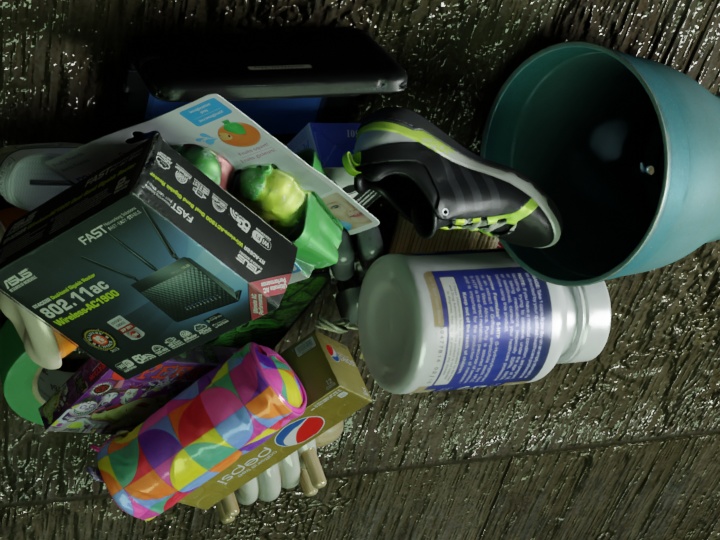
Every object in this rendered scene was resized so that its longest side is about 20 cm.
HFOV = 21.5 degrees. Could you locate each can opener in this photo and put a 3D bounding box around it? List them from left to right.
[{"bbox_3d":[0.000,0.000,1.695,0.052,0.067,0.200,-16,168,-3],"label":"can opener"}]

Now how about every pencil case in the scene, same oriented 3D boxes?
[{"bbox_3d":[-0.146,0.141,1.679,0.200,0.089,0.088,-33,142,13],"label":"pencil case"}]

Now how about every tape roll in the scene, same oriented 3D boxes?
[{"bbox_3d":[-0.230,0.075,1.731,0.200,0.048,0.201,-12,148,-8],"label":"tape roll"}]

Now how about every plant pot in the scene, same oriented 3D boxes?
[{"bbox_3d":[0.237,-0.090,1.617,0.188,0.201,0.200,-2,145,-45],"label":"plant pot"}]

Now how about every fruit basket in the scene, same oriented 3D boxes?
[{"bbox_3d":[-0.115,-0.055,1.470,0.185,0.094,0.200,-17,148,35],"label":"fruit basket"}]

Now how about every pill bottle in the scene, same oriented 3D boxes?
[{"bbox_3d":[0.109,0.041,1.631,0.199,0.120,0.120,-3,143,-26],"label":"pill bottle"}]

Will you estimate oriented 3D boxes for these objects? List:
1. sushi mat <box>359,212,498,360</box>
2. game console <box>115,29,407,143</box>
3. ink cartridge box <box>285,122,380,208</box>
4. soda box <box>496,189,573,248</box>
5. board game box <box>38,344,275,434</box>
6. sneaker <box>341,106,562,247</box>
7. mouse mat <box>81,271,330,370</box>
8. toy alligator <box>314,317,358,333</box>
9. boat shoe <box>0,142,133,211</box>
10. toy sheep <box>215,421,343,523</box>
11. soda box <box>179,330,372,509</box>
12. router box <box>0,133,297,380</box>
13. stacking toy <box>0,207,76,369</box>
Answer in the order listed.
[{"bbox_3d":[0.062,0.023,1.725,0.095,0.012,0.200,4,137,-10],"label":"sushi mat"},{"bbox_3d":[-0.082,-0.125,1.498,0.199,0.176,0.117,-5,115,-17],"label":"game console"},{"bbox_3d":[-0.049,-0.059,1.607,0.094,0.044,0.200,-2,157,-35],"label":"ink cartridge box"},{"bbox_3d":[0.110,-0.021,1.746,0.063,0.070,0.200,12,136,-31],"label":"soda box"},{"bbox_3d":[-0.178,0.108,1.715,0.200,0.032,0.120,8,134,-47],"label":"board game box"},{"bbox_3d":[0.070,-0.053,1.523,0.199,0.083,0.072,28,149,-17],"label":"sneaker"},{"bbox_3d":[-0.137,0.051,1.681,0.199,0.008,0.161,-1,144,-38],"label":"mouse mat"},{"bbox_3d":[0.057,0.047,1.705,0.199,0.059,0.054,15,94,-21],"label":"toy alligator"},{"bbox_3d":[-0.206,-0.078,1.539,0.199,0.062,0.072,6,109,-35],"label":"boat shoe"},{"bbox_3d":[-0.112,0.172,1.867,0.199,0.138,0.138,-16,146,-17],"label":"toy sheep"},{"bbox_3d":[-0.094,0.140,1.740,0.200,0.064,0.068,-34,152,15],"label":"soda box"},{"bbox_3d":[-0.169,-0.005,1.450,0.150,0.062,0.200,39,137,-26],"label":"router box"},{"bbox_3d":[-0.212,-0.018,1.598,0.199,0.146,0.146,-25,147,-14],"label":"stacking toy"}]
